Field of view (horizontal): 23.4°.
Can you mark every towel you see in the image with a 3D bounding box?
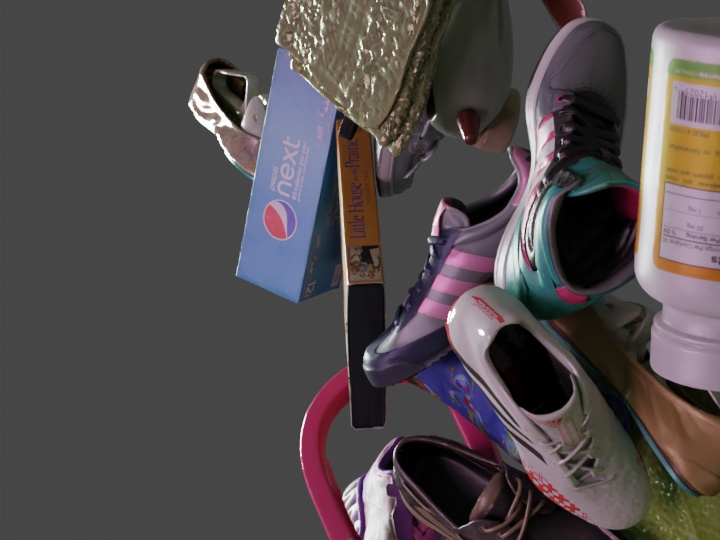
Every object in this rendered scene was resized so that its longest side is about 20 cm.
[{"bbox_3d":[0.010,-0.193,1.169,0.148,0.036,0.201,43,132,35],"label":"towel"}]

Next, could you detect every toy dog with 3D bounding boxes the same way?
[{"bbox_3d":[0.085,-0.164,1.186,0.096,0.131,0.201,-110,16,-63],"label":"toy dog"}]

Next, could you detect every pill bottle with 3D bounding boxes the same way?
[{"bbox_3d":[0.214,-0.038,0.993,0.111,0.111,0.201,25,118,55],"label":"pill bottle"}]

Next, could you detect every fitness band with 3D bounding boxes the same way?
[{"bbox_3d":[0.031,0.146,1.313,0.037,0.143,0.201,56,-174,-48],"label":"fitness band"}]

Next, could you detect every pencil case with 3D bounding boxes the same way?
[{"bbox_3d":[0.102,0.081,1.232,0.200,0.078,0.087,34,158,50],"label":"pencil case"}]

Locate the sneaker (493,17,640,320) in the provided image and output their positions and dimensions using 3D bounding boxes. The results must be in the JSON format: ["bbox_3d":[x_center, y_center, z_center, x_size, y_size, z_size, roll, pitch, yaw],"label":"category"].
[{"bbox_3d":[0.145,-0.065,1.086,0.121,0.083,0.201,-176,99,-70],"label":"sneaker"}]

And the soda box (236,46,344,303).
[{"bbox_3d":[-0.042,-0.081,1.422,0.068,0.064,0.201,23,113,27],"label":"soda box"}]

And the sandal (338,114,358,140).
[{"bbox_3d":[0.004,-0.196,1.302,0.075,0.048,0.202,109,176,-83],"label":"sandal"}]

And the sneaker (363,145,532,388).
[{"bbox_3d":[0.064,-0.005,1.195,0.200,0.082,0.070,-42,16,11],"label":"sneaker"}]

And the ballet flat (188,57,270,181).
[{"bbox_3d":[-0.097,-0.134,1.539,0.200,0.068,0.068,42,124,45],"label":"ballet flat"}]

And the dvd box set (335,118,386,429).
[{"bbox_3d":[0.000,0.000,1.327,0.201,0.029,0.147,-94,2,-49],"label":"dvd box set"}]

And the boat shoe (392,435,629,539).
[{"bbox_3d":[0.098,0.172,1.193,0.199,0.073,0.075,21,77,32],"label":"boat shoe"}]

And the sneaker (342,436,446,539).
[{"bbox_3d":[0.037,0.200,1.339,0.089,0.080,0.200,-61,21,25],"label":"sneaker"}]

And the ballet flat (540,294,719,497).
[{"bbox_3d":[0.185,0.060,1.127,0.063,0.068,0.200,-50,52,16],"label":"ballet flat"}]

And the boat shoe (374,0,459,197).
[{"bbox_3d":[0.052,-0.140,1.287,0.075,0.064,0.203,-93,16,-59],"label":"boat shoe"}]

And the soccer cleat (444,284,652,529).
[{"bbox_3d":[0.124,0.093,1.094,0.200,0.069,0.085,54,175,-17],"label":"soccer cleat"}]
